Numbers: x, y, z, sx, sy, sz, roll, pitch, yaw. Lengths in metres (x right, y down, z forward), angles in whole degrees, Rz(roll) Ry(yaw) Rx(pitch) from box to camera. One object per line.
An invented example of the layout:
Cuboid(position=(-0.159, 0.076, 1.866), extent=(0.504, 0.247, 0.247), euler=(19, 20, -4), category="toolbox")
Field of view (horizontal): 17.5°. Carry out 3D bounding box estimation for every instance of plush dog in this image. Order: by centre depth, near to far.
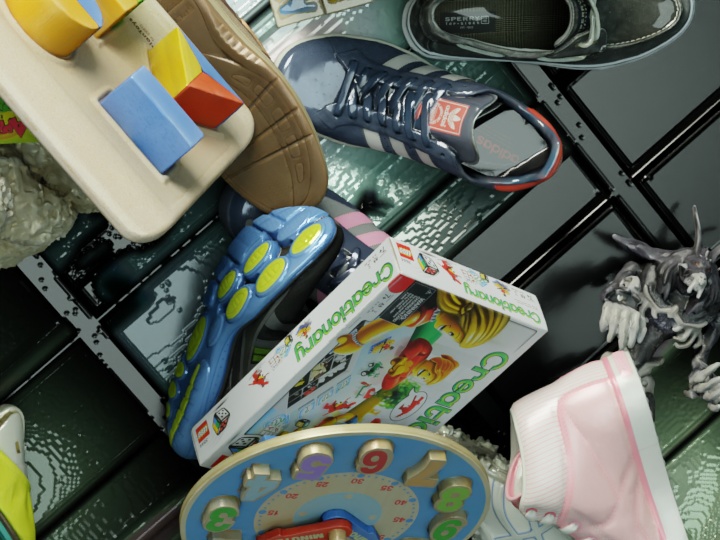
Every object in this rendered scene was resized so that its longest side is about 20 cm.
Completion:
Cuboid(position=(-0.195, -0.068, 1.438), extent=(0.172, 0.200, 0.160), euler=(-23, 134, 1), category="plush dog")

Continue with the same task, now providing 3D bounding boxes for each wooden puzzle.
Cuboid(position=(-0.141, -0.124, 1.353), extent=(0.046, 0.200, 0.185), euler=(-37, 97, 24), category="wooden puzzle")

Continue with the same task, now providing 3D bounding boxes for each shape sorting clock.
Cuboid(position=(-0.015, 0.157, 1.491), extent=(0.200, 0.200, 0.039), euler=(0, 57, -12), category="shape sorting clock")

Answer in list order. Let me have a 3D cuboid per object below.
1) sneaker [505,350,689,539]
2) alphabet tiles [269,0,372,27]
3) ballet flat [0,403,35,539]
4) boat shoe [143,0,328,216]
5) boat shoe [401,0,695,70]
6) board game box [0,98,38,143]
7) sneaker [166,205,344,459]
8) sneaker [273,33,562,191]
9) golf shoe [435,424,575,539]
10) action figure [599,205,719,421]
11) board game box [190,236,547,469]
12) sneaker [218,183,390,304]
Cuboid(position=(0.151, 0.154, 1.500), extent=(0.105, 0.075, 0.200), euler=(-19, 112, -1), category="sneaker")
Cuboid(position=(-0.013, -0.255, 1.521), extent=(0.200, 0.006, 0.166), euler=(-17, 99, -10), category="alphabet tiles")
Cuboid(position=(-0.255, 0.093, 1.484), extent=(0.067, 0.067, 0.200), euler=(-43, 102, -18), category="ballet flat")
Cuboid(position=(-0.084, -0.125, 1.487), extent=(0.072, 0.072, 0.200), euler=(-36, 96, 19), category="boat shoe")
Cuboid(position=(0.129, -0.162, 1.528), extent=(0.200, 0.071, 0.072), euler=(-8, 98, -11), category="boat shoe")
Cuboid(position=(-0.245, -0.159, 1.394), extent=(0.102, 0.200, 0.048), euler=(-3, 137, -11), category="board game box")
Cuboid(position=(-0.059, 0.041, 1.496), extent=(0.083, 0.071, 0.200), euler=(12, 121, -26), category="sneaker")
Cuboid(position=(0.041, -0.103, 1.510), extent=(0.200, 0.085, 0.075), euler=(15, 93, -13), category="sneaker")
Cuboid(position=(0.101, 0.180, 1.561), extent=(0.200, 0.078, 0.097), euler=(35, 94, -12), category="golf shoe")
Cuboid(position=(0.196, 0.056, 1.552), extent=(0.119, 0.102, 0.200), euler=(29, 93, -12), category="action figure")
Cuboid(position=(0.004, 0.068, 1.458), extent=(0.126, 0.035, 0.200), euler=(21, 127, -37), category="board game box")
Cuboid(position=(0.000, 0.000, 1.514), extent=(0.200, 0.082, 0.070), euler=(32, 89, -13), category="sneaker")
